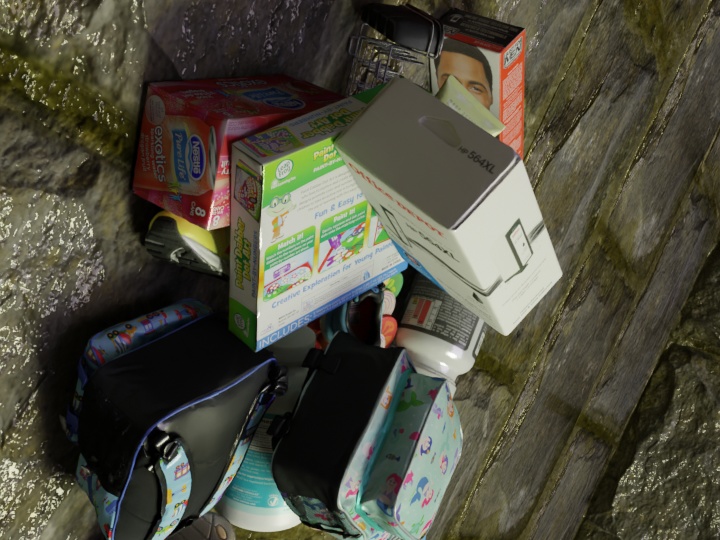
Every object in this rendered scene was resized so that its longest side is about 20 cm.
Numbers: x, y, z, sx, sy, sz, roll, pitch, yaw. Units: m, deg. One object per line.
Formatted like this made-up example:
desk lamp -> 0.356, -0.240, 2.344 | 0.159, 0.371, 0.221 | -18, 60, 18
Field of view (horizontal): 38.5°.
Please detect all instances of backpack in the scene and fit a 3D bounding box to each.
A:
backpack -> -0.180, 0.150, 0.939 | 0.182, 0.134, 0.201 | -27, 147, -47
backpack -> 0.012, 0.175, 0.987 | 0.200, 0.150, 0.178 | 77, 35, -58

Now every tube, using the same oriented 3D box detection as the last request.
tube -> 0.049, -0.100, 1.044 | 0.200, 0.052, 0.058 | -46, 128, 9

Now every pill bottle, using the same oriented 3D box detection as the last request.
pill bottle -> 0.110, 0.067, 1.361 | 0.201, 0.115, 0.116 | -67, 153, -13
pill bottle -> -0.091, 0.155, 1.053 | 0.111, 0.110, 0.201 | -18, 122, -54

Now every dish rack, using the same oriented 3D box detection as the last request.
dish rack -> 0.015, -0.163, 1.025 | 0.054, 0.153, 0.201 | 10, 109, -16

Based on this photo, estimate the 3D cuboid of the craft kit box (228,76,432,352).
craft kit box -> -0.028, -0.051, 0.914 | 0.200, 0.048, 0.198 | -28, 142, -37

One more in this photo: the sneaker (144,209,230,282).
sneaker -> -0.128, -0.038, 0.956 | 0.200, 0.078, 0.091 | 23, 83, -67

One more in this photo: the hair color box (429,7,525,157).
hair color box -> 0.141, -0.205, 1.242 | 0.061, 0.101, 0.201 | -45, 145, -32

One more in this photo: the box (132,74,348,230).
box -> -0.095, -0.111, 0.918 | 0.200, 0.095, 0.100 | -18, 129, -54

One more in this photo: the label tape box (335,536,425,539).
label tape box -> 0.026, 0.276, 1.223 | 0.143, 0.066, 0.201 | -24, 119, -62

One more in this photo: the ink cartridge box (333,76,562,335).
ink cartridge box -> 0.079, -0.051, 0.878 | 0.084, 0.146, 0.200 | -47, 147, -7

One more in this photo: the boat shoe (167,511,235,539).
boat shoe -> -0.208, 0.312, 1.025 | 0.199, 0.075, 0.073 | -28, 161, -1

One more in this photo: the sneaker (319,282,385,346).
sneaker -> 0.000, 0.000, 1.125 | 0.078, 0.090, 0.201 | -13, 107, -23

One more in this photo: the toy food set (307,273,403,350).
toy food set -> -0.013, 0.068, 1.248 | 0.200, 0.049, 0.198 | -55, 150, -19
